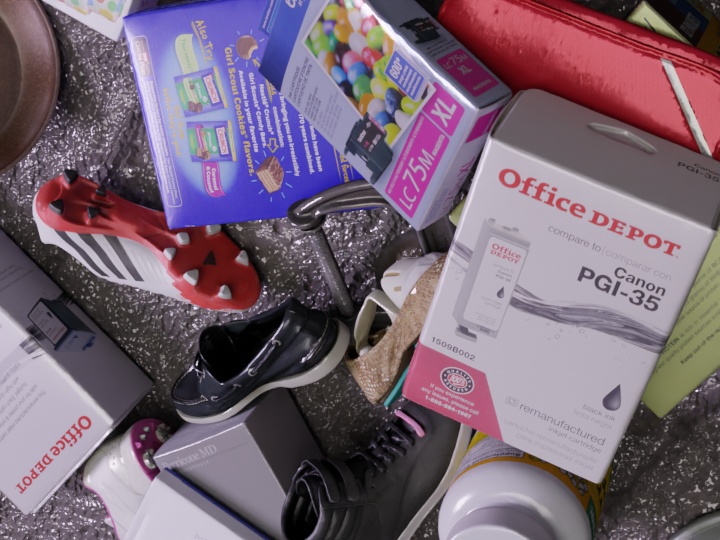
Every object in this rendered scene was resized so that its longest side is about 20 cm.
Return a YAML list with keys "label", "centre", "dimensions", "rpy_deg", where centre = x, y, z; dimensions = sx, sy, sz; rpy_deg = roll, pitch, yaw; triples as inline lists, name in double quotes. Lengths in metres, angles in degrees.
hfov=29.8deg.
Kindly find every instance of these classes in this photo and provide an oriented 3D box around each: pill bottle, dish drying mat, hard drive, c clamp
- label: "pill bottle"
  centre: [0.121, 0.175, 0.999]
  dimensions: [0.112, 0.200, 0.114]
  rpy_deg: [6, 111, 16]
- label: "dish drying mat"
  centre: [0.137, -0.122, 0.836]
  dimensions: [0.199, 0.018, 0.077]
  rpy_deg: [24, 115, 14]
- label: "hard drive"
  centre: [-0.108, 0.268, 1.119]
  dimensions: [0.199, 0.025, 0.133]
  rpy_deg: [33, 120, 7]
- label: "c clamp"
  centre: [0.000, 0.000, 1.025]
  dimensions: [0.169, 0.027, 0.201]
  rpy_deg: [0, 141, 12]

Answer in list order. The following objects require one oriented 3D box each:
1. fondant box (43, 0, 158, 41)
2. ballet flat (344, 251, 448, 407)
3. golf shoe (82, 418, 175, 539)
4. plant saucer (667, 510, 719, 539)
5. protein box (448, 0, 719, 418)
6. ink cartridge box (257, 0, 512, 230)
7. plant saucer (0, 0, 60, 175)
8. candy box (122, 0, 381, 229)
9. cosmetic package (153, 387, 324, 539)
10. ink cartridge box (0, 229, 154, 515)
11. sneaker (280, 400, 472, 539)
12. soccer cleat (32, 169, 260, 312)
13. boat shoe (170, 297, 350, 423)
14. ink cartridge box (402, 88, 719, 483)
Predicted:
- label: "fondant box"
  centre: [-0.233, -0.289, 1.029]
  dimensions: [0.199, 0.058, 0.145]
  rpy_deg: [30, 116, 7]
- label: "ballet flat"
  centre: [0.035, 0.032, 0.996]
  dimensions: [0.065, 0.070, 0.200]
  rpy_deg: [43, 138, 8]
- label: "golf shoe"
  centre: [-0.166, 0.224, 1.182]
  dimensions: [0.091, 0.075, 0.201]
  rpy_deg: [-24, 104, 24]
- label: "plant saucer"
  centre: [0.317, 0.284, 1.057]
  dimensions: [0.198, 0.050, 0.202]
  rpy_deg: [7, 112, 17]
- label: "protein box"
  centre: [0.207, -0.054, 0.921]
  dimensions: [0.200, 0.135, 0.199]
  rpy_deg: [42, 117, 1]
- label: "ink cartridge box"
  centre: [0.000, -0.135, 0.886]
  dimensions: [0.200, 0.042, 0.120]
  rpy_deg: [48, 141, 18]
- label: "plant saucer"
  centre: [-0.341, -0.161, 1.071]
  dimensions: [0.202, 0.200, 0.037]
  rpy_deg: [63, 157, -10]
- label: "candy box"
  centre: [-0.061, -0.127, 1.019]
  dimensions: [0.198, 0.077, 0.171]
  rpy_deg: [-4, 108, 21]
- label: "cosmetic package"
  centre: [-0.075, 0.207, 1.143]
  dimensions: [0.106, 0.090, 0.201]
  rpy_deg: [-25, 103, 28]
- label: "ink cartridge box"
  centre: [-0.304, 0.088, 1.176]
  dimensions: [0.200, 0.086, 0.146]
  rpy_deg: [44, 117, -3]
- label: "sneaker"
  centre: [0.011, 0.154, 1.059]
  dimensions: [0.099, 0.071, 0.201]
  rpy_deg: [28, 94, -37]
- label: "soccer cleat"
  centre: [-0.176, -0.015, 1.112]
  dimensions: [0.199, 0.069, 0.085]
  rpy_deg: [23, 149, -5]
- label: "boat shoe"
  centre: [-0.098, 0.068, 1.082]
  dimensions: [0.198, 0.075, 0.066]
  rpy_deg: [-18, 132, 44]
- label: "ink cartridge box"
  centre: [0.124, 0.010, 0.841]
  dimensions: [0.145, 0.083, 0.201]
  rpy_deg: [23, 124, 11]
